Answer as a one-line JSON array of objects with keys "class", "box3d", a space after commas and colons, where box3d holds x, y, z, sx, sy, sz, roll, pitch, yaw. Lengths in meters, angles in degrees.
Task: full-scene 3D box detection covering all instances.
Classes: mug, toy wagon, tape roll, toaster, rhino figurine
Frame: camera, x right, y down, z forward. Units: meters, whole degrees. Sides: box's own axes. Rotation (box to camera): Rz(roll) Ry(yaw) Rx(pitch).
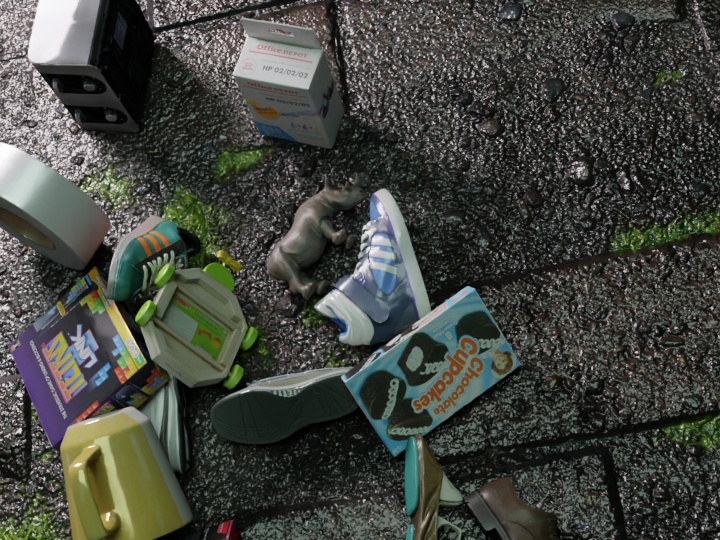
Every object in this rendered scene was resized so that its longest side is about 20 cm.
[{"class": "mug", "box3d": [-0.287, 0.249, 1.563, 0.148, 0.186, 0.155, -16, 89, -24]}, {"class": "toy wagon", "box3d": [-0.205, 0.058, 1.693, 0.039, 0.155, 0.201, -36, 24, 39]}, {"class": "tape roll", "box3d": [-0.441, -0.086, 1.765, 0.201, 0.203, 0.071, 25, 72, 20]}, {"class": "toaster", "box3d": [-0.381, -0.324, 1.873, 0.117, 0.181, 0.203, 0, 66, 12]}, {"class": "rhino figurine", "box3d": [-0.055, -0.055, 1.752, 0.087, 0.060, 0.201, 23, 70, 22]}]

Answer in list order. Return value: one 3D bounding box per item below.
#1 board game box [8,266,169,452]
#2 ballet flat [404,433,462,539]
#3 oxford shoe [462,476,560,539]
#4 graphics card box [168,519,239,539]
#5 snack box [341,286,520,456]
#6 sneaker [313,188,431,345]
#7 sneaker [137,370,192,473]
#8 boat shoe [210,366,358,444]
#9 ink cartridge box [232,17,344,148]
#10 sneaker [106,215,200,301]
[{"class": "board game box", "box3d": [-0.357, 0.119, 1.692, 0.165, 0.057, 0.200, -41, 49, 3]}, {"class": "ballet flat", "box3d": [0.087, 0.300, 1.563, 0.071, 0.068, 0.203, 7, 66, -9]}, {"class": "oxford shoe", "box3d": [0.208, 0.324, 1.519, 0.084, 0.073, 0.201, -32, 64, -8]}, {"class": "graphics card box", "box3d": [-0.243, 0.369, 1.557, 0.197, 0.126, 0.052, -17, 99, 2]}, {"class": "snack box", "box3d": [0.089, 0.125, 1.619, 0.199, 0.037, 0.117, -35, 102, -6]}, {"class": "sneaker", "box3d": [0.000, 0.000, 1.703, 0.145, 0.081, 0.202, -17, 69, -2]}, {"class": "sneaker", "box3d": [-0.282, 0.168, 1.685, 0.114, 0.076, 0.203, -8, 67, 6]}, {"class": "boat shoe", "box3d": [-0.092, 0.167, 1.659, 0.199, 0.065, 0.075, -18, 101, 7]}, {"class": "ink cartridge box", "box3d": [-0.100, -0.253, 1.773, 0.114, 0.200, 0.069, 12, 68, 16]}, {"class": "sneaker", "box3d": [-0.272, -0.014, 1.724, 0.079, 0.072, 0.200, 15, 28, 7]}]
